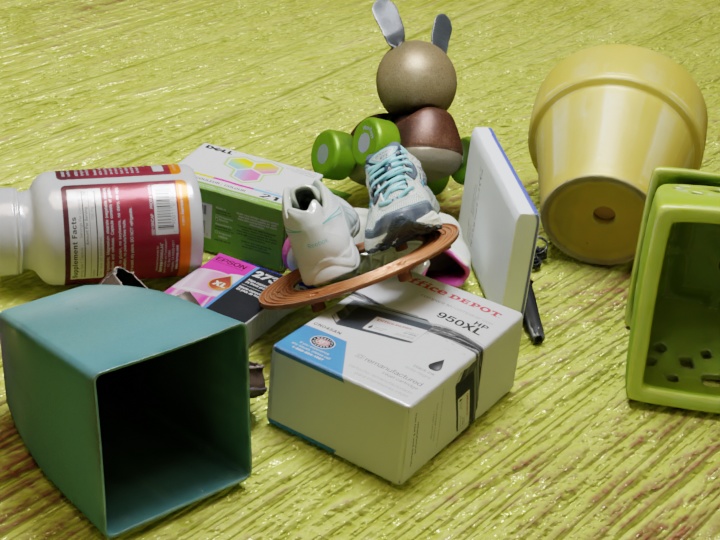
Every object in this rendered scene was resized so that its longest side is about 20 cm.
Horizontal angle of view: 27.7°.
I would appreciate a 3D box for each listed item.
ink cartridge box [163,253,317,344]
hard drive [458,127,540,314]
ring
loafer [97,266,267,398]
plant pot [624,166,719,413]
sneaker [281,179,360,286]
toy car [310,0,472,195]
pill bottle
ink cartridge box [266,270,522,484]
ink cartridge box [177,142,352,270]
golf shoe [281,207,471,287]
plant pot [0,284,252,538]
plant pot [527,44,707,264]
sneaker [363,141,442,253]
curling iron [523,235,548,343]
[{"bbox_3d":[-0.128,0.031,1.418,0.094,0.037,0.200,19,30,22],"label":"ink cartridge box"},{"bbox_3d":[0.139,-0.046,1.504,0.025,0.132,0.200,1,29,-10],"label":"hard drive"},{"bbox_3d":[0.000,0.000,1.366,0.200,0.019,0.200,-19,12,4],"label":"ring"},{"bbox_3d":[-0.165,0.053,1.289,0.199,0.071,0.073,25,8,21],"label":"loafer"},{"bbox_3d":[0.355,0.011,1.390,0.198,0.201,0.182,7,21,2],"label":"plant pot"},{"bbox_3d":[-0.040,-0.054,1.391,0.070,0.081,0.200,-22,18,1],"label":"sneaker"},{"bbox_3d":[0.050,-0.197,1.628,0.164,0.201,0.158,7,-9,-35],"label":"toy car"},{"bbox_3d":[-0.261,-0.045,1.443,0.199,0.113,0.113,-4,30,-15],"label":"pill bottle"},{"bbox_3d":[0.034,0.085,1.298,0.144,0.085,0.200,22,32,27],"label":"ink cartridge box"},{"bbox_3d":[-0.109,-0.091,1.593,0.147,0.076,0.200,16,32,16],"label":"ink cartridge box"},{"bbox_3d":[0.022,-0.016,1.492,0.199,0.076,0.092,-5,34,-17],"label":"golf shoe"},{"bbox_3d":[-0.205,0.094,1.193,0.141,0.142,0.200,-19,29,-37],"label":"plant pot"},{"bbox_3d":[0.277,-0.115,1.611,0.200,0.201,0.189,11,45,8],"label":"plant pot"},{"bbox_3d":[0.029,-0.074,1.396,0.077,0.087,0.200,-20,10,5],"label":"sneaker"},{"bbox_3d":[0.176,0.013,1.514,0.049,0.026,0.200,3,29,0],"label":"curling iron"}]
